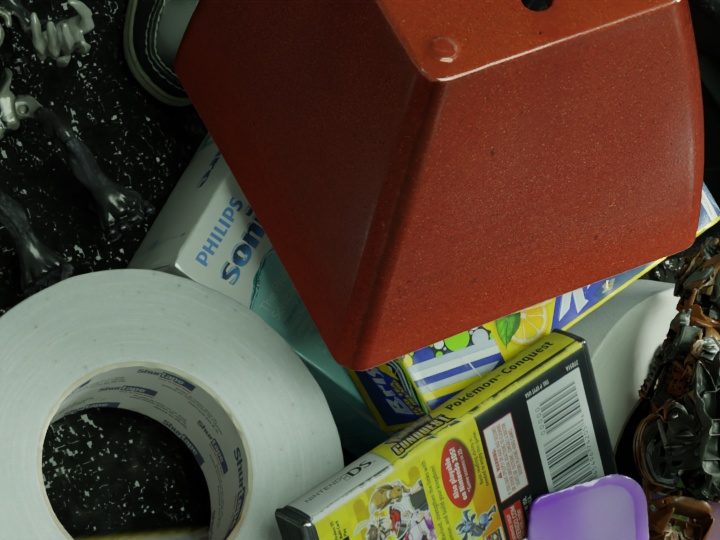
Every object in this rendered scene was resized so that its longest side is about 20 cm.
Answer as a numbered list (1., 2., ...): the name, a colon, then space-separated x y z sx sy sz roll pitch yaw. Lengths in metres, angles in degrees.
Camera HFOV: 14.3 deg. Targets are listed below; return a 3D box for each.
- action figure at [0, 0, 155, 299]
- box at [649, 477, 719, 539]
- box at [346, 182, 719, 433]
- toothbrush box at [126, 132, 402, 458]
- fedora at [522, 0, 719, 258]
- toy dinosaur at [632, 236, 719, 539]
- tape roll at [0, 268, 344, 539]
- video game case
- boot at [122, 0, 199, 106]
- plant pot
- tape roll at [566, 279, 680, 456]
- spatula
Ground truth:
1. action figure: -0.181 -0.091 1.392 0.119 0.102 0.200 -37 100 -15
2. box: 0.252 0.130 1.527 0.200 0.096 0.176 46 62 -43
3. box: 0.081 -0.002 1.428 0.200 0.064 0.070 -34 97 -25
4. toothbrush box: 0.000 0.000 1.472 0.200 0.085 0.147 35 69 -18
5. fedora: 0.155 -0.109 1.547 0.201 0.200 0.092 44 33 -13
6. toy dinosaur: 0.180 0.083 1.415 0.102 0.136 0.201 -7 89 -24
7. tape roll: -0.110 0.103 1.363 0.200 0.066 0.201 7 66 -17
8. video game case: 0.058 0.155 1.388 0.180 0.025 0.201 -31 122 -28
9. boot: -0.035 -0.183 1.447 0.073 0.154 0.204 39 67 -15
10. plant pot: 0.047 -0.107 1.334 0.199 0.176 0.200 -20 62 -20
11. tape roll: 0.149 0.105 1.509 0.202 0.037 0.204 -11 105 -46
12. spatula: 0.056 0.148 1.353 0.200 0.021 0.057 -22 121 -31
